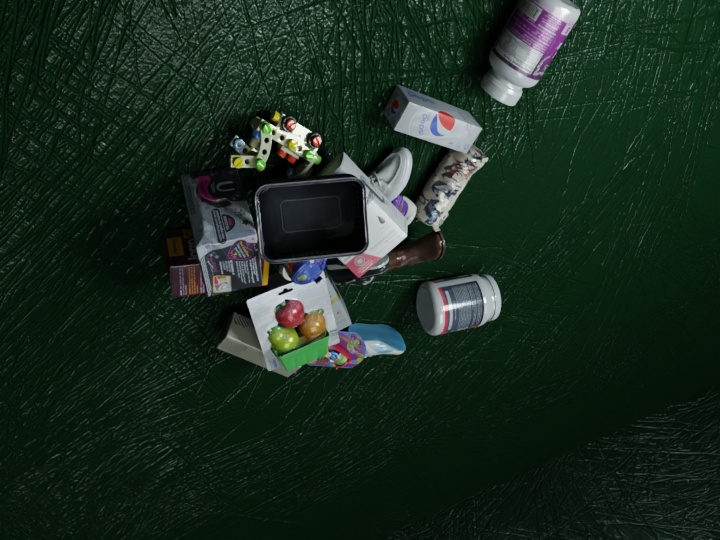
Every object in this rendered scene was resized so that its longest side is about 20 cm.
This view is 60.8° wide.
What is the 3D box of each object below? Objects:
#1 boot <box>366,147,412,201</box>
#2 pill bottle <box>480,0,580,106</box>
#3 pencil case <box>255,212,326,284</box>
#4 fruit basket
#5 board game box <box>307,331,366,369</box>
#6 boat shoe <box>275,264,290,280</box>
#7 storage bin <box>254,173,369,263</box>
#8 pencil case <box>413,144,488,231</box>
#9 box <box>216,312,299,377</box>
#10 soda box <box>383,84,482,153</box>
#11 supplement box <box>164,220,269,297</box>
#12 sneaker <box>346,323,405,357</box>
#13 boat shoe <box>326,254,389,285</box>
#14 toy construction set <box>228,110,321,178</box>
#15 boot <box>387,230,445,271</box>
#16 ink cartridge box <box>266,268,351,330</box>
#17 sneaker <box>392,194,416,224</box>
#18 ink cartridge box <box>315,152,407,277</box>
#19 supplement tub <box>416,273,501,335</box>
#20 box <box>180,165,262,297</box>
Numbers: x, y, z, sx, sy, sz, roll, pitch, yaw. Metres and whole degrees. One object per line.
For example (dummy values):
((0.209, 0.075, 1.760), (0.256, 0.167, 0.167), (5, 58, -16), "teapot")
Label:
((0.026, -0.171, 1.281), (0.094, 0.074, 0.202), (-6, 138, -45), "boot")
((0.311, -0.420, 1.153), (0.110, 0.114, 0.202), (6, 131, -31), "pill bottle")
((-0.137, -0.067, 1.224), (0.085, 0.202, 0.079), (-23, 156, -18), "pencil case")
((-0.148, 0.113, 1.376), (0.181, 0.094, 0.205), (-21, 118, -14), "fruit basket")
((-0.082, 0.223, 1.619), (0.194, 0.040, 0.160), (5, 136, -1), "board game box")
((-0.115, -0.074, 1.327), (0.073, 0.060, 0.203), (29, 95, -44), "boat shoe")
((-0.088, -0.096, 1.109), (0.194, 0.094, 0.139), (-5, 103, -5), "storage bin")
((0.195, -0.189, 1.351), (0.077, 0.089, 0.202), (-21, 150, -56), "pencil case")
((-0.236, 0.179, 1.463), (0.197, 0.070, 0.082), (27, 143, -21), "box")
((0.146, -0.300, 1.227), (0.196, 0.069, 0.064), (10, 129, -34), "soda box")
((-0.293, -0.025, 1.249), (0.195, 0.112, 0.087), (-7, 136, -21), "supplement box")
((0.036, 0.199, 1.691), (0.196, 0.078, 0.081), (14, 134, -28), "sneaker")
((0.000, 0.000, 1.361), (0.075, 0.198, 0.062), (-33, 110, -29), "boat shoe")
((-0.146, -0.217, 1.142), (0.198, 0.091, 0.134), (24, 95, -51), "toy construction set")
((0.083, -0.028, 1.423), (0.195, 0.066, 0.186), (-15, 170, -20), "boot")
((-0.122, 0.077, 1.467), (0.143, 0.084, 0.202), (-25, 140, 0), "ink cartridge box")
((0.043, -0.102, 1.392), (0.083, 0.081, 0.200), (40, 122, -9), "sneaker")
((-0.020, -0.110, 1.230), (0.145, 0.085, 0.200), (-39, 109, 21), "ink cartridge box")
((0.259, 0.087, 1.632), (0.195, 0.142, 0.143), (-9, 137, -18), "supplement tub")
((-0.257, -0.078, 1.143), (0.112, 0.202, 0.134), (-13, 139, -15), "box")
